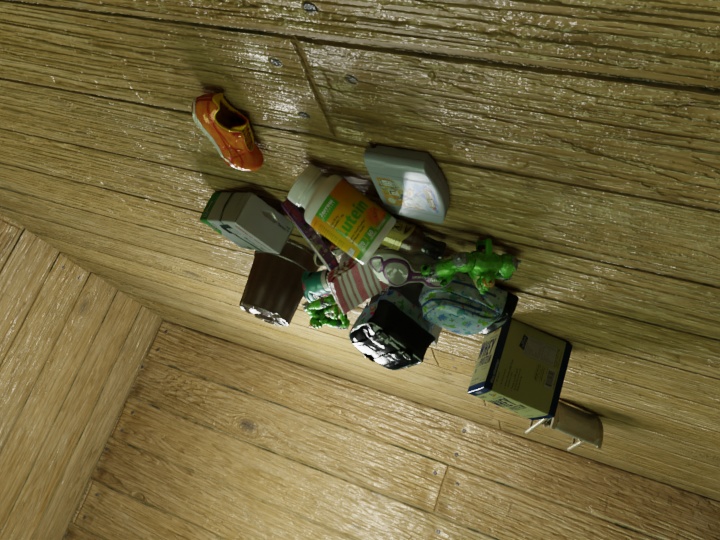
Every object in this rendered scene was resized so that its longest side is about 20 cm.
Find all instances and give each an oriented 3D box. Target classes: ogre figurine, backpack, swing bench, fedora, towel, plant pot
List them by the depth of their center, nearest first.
[{"bbox_3d":[0.231,-0.007,1.280,0.197,0.100,0.120,22,160,-12],"label":"ogre figurine"},{"bbox_3d":[0.027,0.009,1.414,0.030,0.198,0.147,55,173,37],"label":"towel"},{"bbox_3d":[0.233,0.074,1.472,0.199,0.155,0.163,36,154,-6],"label":"backpack"},{"bbox_3d":[0.070,0.151,1.534,0.177,0.152,0.200,37,148,-7],"label":"backpack"},{"bbox_3d":[0.127,0.056,1.588,0.175,0.092,0.200,5,156,39],"label":"fedora"},{"bbox_3d":[-0.231,0.035,1.760,0.197,0.201,0.201,19,163,6],"label":"plant pot"},{"bbox_3d":[-0.113,0.140,2.089,0.118,0.100,0.200,-4,170,16],"label":"ogre figurine"},{"bbox_3d":[0.731,0.547,2.274,0.196,0.131,0.200,24,157,-7],"label":"swing bench"}]

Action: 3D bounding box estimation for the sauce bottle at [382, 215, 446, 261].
[{"bbox_3d":[0.081,-0.074,1.318,0.197,0.066,0.065,21,162,-4],"label":"sauce bottle"}]

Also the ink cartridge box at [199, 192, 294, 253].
[{"bbox_3d":[-0.273,-0.115,1.524,0.146,0.084,0.199,36,163,-34],"label":"ink cartridge box"}]

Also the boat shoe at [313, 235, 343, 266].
[{"bbox_3d":[-0.069,-0.061,1.524,0.070,0.063,0.200,27,160,-12],"label":"boat shoe"}]

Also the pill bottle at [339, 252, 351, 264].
[{"bbox_3d":[0.000,0.000,1.540,0.111,0.114,0.200,21,162,-2],"label":"pill bottle"}]

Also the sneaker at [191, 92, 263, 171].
[{"bbox_3d":[-0.228,-0.244,1.165,0.076,0.074,0.200,1,158,24],"label":"sneaker"}]

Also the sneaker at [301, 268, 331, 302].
[{"bbox_3d":[-0.096,0.039,1.699,0.119,0.085,0.199,-12,172,23],"label":"sneaker"}]

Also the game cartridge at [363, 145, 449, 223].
[{"bbox_3d":[0.091,-0.148,1.139,0.131,0.042,0.200,18,162,24],"label":"game cartridge"}]

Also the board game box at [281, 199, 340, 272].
[{"bbox_3d":[-0.102,-0.063,1.436,0.201,0.032,0.120,51,179,28],"label":"board game box"}]

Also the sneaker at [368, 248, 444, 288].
[{"bbox_3d":[0.102,-0.014,1.377,0.197,0.076,0.100,11,-148,-21],"label":"sneaker"}]

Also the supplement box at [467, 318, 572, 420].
[{"bbox_3d":[0.416,0.259,1.670,0.197,0.203,0.134,23,161,-3],"label":"supplement box"}]

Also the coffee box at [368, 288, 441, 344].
[{"bbox_3d":[0.124,0.113,1.724,0.197,0.116,0.080,13,162,26],"label":"coffee box"}]

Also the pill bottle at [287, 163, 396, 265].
[{"bbox_3d":[-0.039,-0.112,1.228,0.199,0.112,0.111,37,162,0],"label":"pill bottle"}]
